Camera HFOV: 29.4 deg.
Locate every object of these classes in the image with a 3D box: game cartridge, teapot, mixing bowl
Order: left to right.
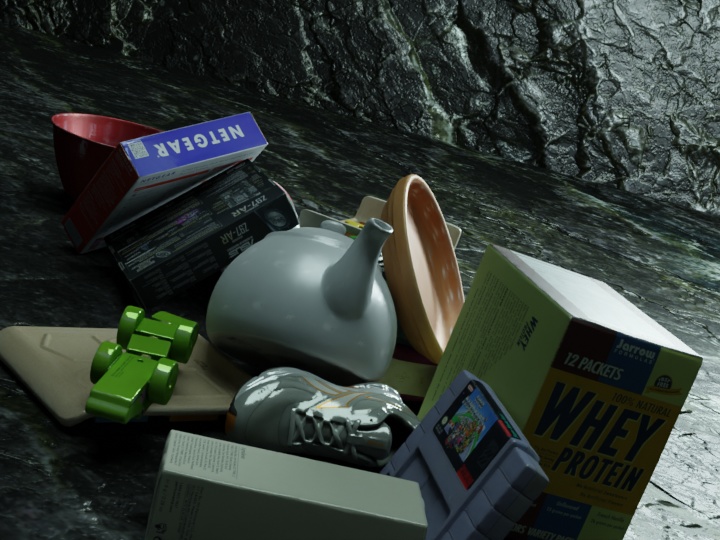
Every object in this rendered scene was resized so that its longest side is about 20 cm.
[{"bbox_3d":[-0.331,-0.135,1.861,0.199,0.109,0.200,15,14,-4],"label":"mixing bowl"},{"bbox_3d":[-0.048,0.022,1.320,0.199,0.147,0.197,10,-17,22],"label":"teapot"},{"bbox_3d":[0.077,0.164,1.096,0.038,0.130,0.200,31,9,-17],"label":"game cartridge"}]

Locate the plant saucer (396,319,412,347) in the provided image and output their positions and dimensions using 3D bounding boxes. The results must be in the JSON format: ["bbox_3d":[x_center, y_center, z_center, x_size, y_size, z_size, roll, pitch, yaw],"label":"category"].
[{"bbox_3d":[0.006,0.057,1.506,0.199,0.028,0.200,14,-5,1],"label":"plant saucer"}]

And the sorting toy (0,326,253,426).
[{"bbox_3d":[-0.214,0.097,1.258,0.199,0.037,0.185,-2,21,-37],"label":"sorting toy"}]

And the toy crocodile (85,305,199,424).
[{"bbox_3d":[-0.185,0.082,1.176,0.067,0.062,0.200,13,22,3],"label":"toy crocodile"}]

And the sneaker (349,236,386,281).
[{"bbox_3d":[0.000,0.000,1.525,0.078,0.086,0.200,17,-6,-32],"label":"sneaker"}]

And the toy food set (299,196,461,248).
[{"bbox_3d":[0.028,-0.055,1.687,0.143,0.061,0.200,21,14,20],"label":"toy food set"}]

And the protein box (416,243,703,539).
[{"bbox_3d":[0.166,0.113,1.215,0.134,0.200,0.200,17,13,-20],"label":"protein box"}]

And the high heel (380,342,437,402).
[{"bbox_3d":[0.029,0.099,1.443,0.199,0.068,0.096,10,0,5],"label":"high heel"}]

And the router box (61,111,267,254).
[{"bbox_3d":[-0.234,-0.105,1.643,0.199,0.179,0.049,-20,75,-44],"label":"router box"}]

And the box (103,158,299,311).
[{"bbox_3d":[-0.185,-0.046,1.566,0.199,0.044,0.160,-30,27,-10],"label":"box"}]

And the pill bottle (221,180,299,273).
[{"bbox_3d":[-0.129,-0.042,1.702,0.113,0.115,0.200,12,15,-11],"label":"pill bottle"}]

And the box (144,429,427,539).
[{"bbox_3d":[-0.055,0.181,1.016,0.199,0.069,0.082,14,14,-6],"label":"box"}]

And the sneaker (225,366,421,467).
[{"bbox_3d":[-0.021,0.135,1.205,0.199,0.076,0.092,3,14,-35],"label":"sneaker"}]

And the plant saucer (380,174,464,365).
[{"bbox_3d":[0.062,0.004,1.392,0.037,0.201,0.200,-14,7,16],"label":"plant saucer"}]
